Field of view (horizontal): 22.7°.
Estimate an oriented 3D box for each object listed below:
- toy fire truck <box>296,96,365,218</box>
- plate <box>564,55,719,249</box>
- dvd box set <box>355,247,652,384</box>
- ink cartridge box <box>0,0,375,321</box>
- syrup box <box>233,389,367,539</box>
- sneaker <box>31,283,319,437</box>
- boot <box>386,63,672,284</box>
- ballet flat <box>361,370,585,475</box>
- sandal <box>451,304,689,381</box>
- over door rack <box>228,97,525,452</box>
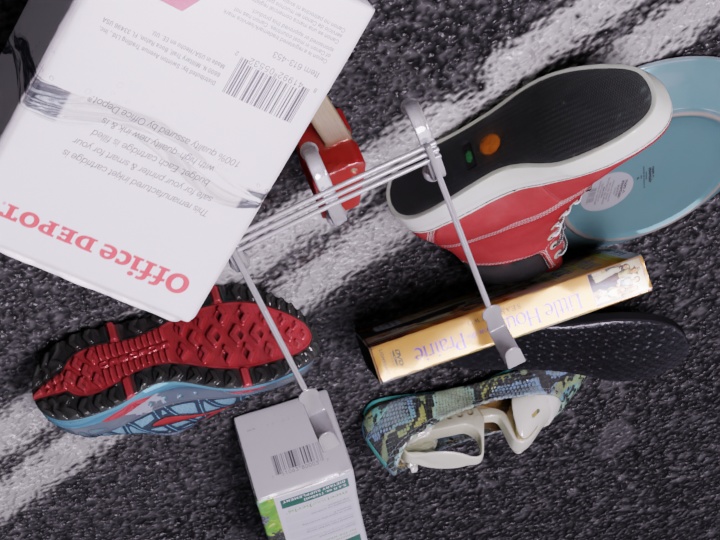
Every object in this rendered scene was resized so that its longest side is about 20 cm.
[{"bbox_3d":[-0.075,-0.095,1.065,0.140,0.049,0.201,-18,145,-6],"label":"toy fire truck"},{"bbox_3d":[0.201,-0.073,1.272,0.199,0.026,0.201,-15,146,-10],"label":"plate"},{"bbox_3d":[0.097,0.030,1.283,0.199,0.030,0.146,-19,-176,-2],"label":"dvd box set"},{"bbox_3d":[-0.109,-0.093,0.939,0.144,0.084,0.201,23,108,-28],"label":"ink cartridge box"},{"bbox_3d":[-0.043,0.187,1.451,0.078,0.082,0.201,-17,145,-5],"label":"syrup box"},{"bbox_3d":[-0.126,0.069,1.261,0.198,0.080,0.096,-11,156,-1],"label":"sneaker"},{"bbox_3d":[0.136,-0.057,1.203,0.199,0.073,0.144,-24,144,26],"label":"boot"},{"bbox_3d":[0.101,0.123,1.453,0.198,0.075,0.074,-14,146,-11],"label":"ballet flat"},{"bbox_3d":[0.164,0.047,1.413,0.198,0.045,0.075,3,136,-10],"label":"sandal"},{"bbox_3d":[0.000,0.000,1.118,0.147,0.067,0.201,-24,124,0],"label":"over door rack"}]
